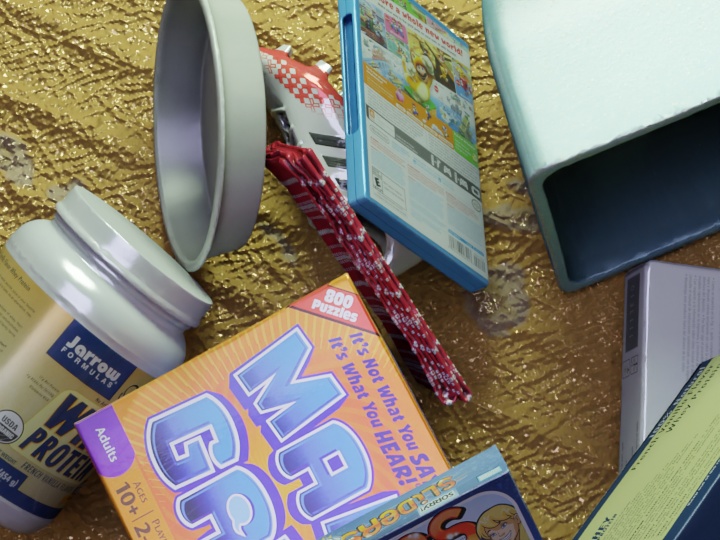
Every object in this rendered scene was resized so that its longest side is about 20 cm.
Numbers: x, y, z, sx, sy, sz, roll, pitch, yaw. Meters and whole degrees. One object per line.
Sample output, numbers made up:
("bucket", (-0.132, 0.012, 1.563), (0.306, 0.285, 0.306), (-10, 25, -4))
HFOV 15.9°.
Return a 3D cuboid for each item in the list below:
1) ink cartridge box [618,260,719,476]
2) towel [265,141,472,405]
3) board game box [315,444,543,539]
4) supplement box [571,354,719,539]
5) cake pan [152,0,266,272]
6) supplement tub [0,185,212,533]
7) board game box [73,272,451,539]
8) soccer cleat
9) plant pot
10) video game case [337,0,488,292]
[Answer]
("ink cartridge box", (0.261, 0.103, 1.733), (0.172, 0.044, 0.202), (8, 75, -16))
("towel", (0.000, 0.000, 1.705), (0.022, 0.145, 0.201), (-34, 99, -5))
("board game box", (0.022, 0.207, 1.537), (0.199, 0.034, 0.136), (-28, 117, -1))
("supplement box", (0.245, 0.154, 1.586), (0.134, 0.200, 0.200), (42, 69, -5))
("cake pan", (-0.104, -0.100, 1.764), (0.036, 0.200, 0.202), (-2, 74, -17))
("supplement tub", (-0.207, 0.058, 1.719), (0.144, 0.144, 0.200), (41, 93, 15))
("board game box", (-0.037, 0.157, 1.675), (0.199, 0.200, 0.201), (-29, 73, 0))
("soccer cleat", (-0.022, -0.077, 1.802), (0.200, 0.069, 0.085), (43, 76, 10))
("plant pot", (0.177, -0.139, 1.735), (0.195, 0.197, 0.201), (-23, 64, 1))
("video game case", (0.034, -0.101, 1.741), (0.018, 0.143, 0.201), (-23, 53, 29))
